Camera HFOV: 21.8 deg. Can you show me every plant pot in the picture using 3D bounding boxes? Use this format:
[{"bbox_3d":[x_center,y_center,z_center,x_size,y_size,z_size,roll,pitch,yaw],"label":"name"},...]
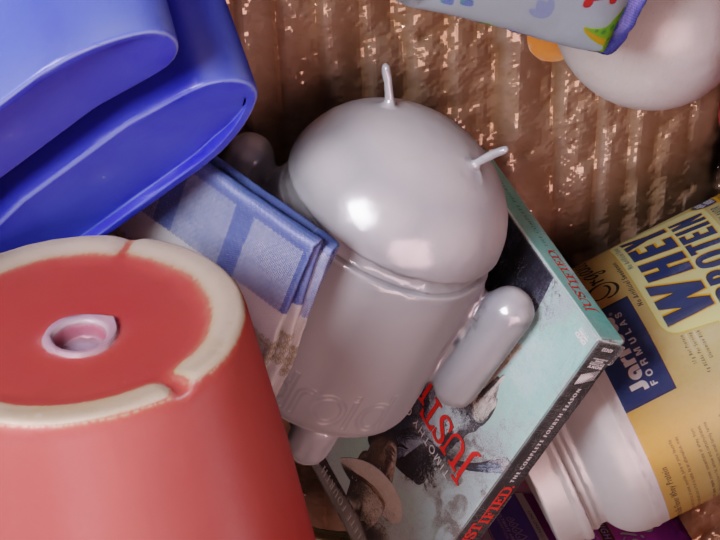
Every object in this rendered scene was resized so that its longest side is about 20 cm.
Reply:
[{"bbox_3d":[-0.110,0.096,0.782,0.198,0.201,0.179,-11,122,-14],"label":"plant pot"}]

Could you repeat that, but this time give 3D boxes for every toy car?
[{"bbox_3d":[0.162,-0.133,0.859,0.198,0.185,0.178,12,130,4],"label":"toy car"}]

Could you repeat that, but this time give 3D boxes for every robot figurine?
[{"bbox_3d":[0.000,0.000,0.911,0.168,0.113,0.201,28,121,0],"label":"robot figurine"}]

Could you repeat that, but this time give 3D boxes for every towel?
[{"bbox_3d":[-0.095,0.027,0.894,0.024,0.146,0.201,-34,152,-51],"label":"towel"}]

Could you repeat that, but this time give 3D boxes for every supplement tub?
[{"bbox_3d":[0.170,0.052,1.013,0.198,0.145,0.145,-27,136,0],"label":"supplement tub"}]

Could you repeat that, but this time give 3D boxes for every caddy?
[{"bbox_3d":[-0.141,-0.083,0.783,0.199,0.106,0.141,-33,157,16],"label":"caddy"}]

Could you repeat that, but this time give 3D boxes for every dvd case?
[{"bbox_3d":[0.042,0.059,0.963,0.022,0.147,0.201,6,129,-38],"label":"dvd case"}]

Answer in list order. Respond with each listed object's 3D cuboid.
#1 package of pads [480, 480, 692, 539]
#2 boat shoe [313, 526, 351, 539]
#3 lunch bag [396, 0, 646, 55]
[{"bbox_3d":[0.109,0.184,1.124,0.198,0.121,0.076,3,129,-25],"label":"package of pads"},{"bbox_3d":[-0.029,0.172,1.017,0.199,0.063,0.074,26,111,8],"label":"boat shoe"},{"bbox_3d":[0.060,-0.205,0.752,0.169,0.127,0.202,9,114,-35],"label":"lunch bag"}]
